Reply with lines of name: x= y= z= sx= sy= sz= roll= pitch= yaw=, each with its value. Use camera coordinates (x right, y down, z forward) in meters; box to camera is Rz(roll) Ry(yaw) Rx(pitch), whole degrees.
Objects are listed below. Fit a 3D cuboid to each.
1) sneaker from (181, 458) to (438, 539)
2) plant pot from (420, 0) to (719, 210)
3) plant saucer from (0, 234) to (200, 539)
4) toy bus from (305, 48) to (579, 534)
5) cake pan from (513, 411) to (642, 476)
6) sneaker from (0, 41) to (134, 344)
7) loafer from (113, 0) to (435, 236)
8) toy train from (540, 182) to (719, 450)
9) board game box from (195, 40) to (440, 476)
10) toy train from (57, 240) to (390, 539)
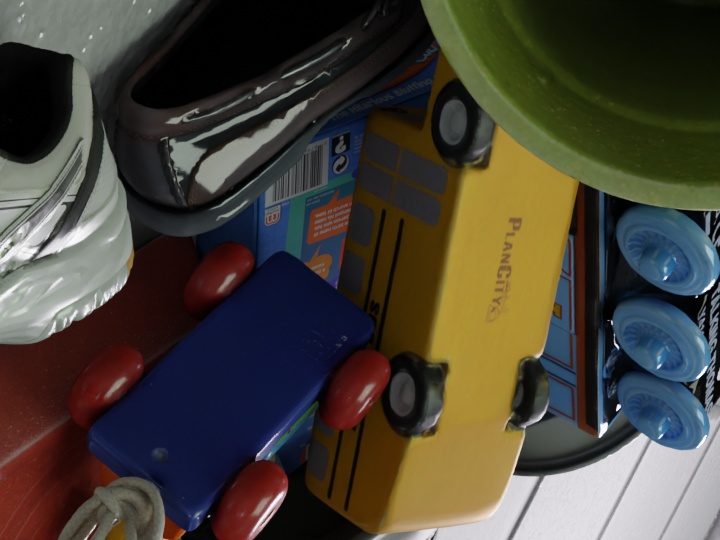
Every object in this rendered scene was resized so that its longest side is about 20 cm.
sneaker: x=-0.043 y=0.151 z=0.865 sx=0.199 sy=0.076 sz=0.115 roll=-28 pitch=138 yaw=-36
plant pot: x=0.124 y=-0.142 z=0.726 sx=0.190 sy=0.198 sz=0.202 roll=-62 pitch=175 yaw=-72
plant saucer: x=-0.129 y=0.104 z=0.802 sx=0.200 sy=0.036 sz=0.201 roll=-38 pitch=150 yaw=-52
toy bus: x=0.035 y=0.003 z=0.795 sx=0.065 sy=0.078 sz=0.202 roll=-1 pitch=108 yaw=-35
cake pan: x=0.092 y=0.002 z=1.023 sx=0.037 sy=0.200 sz=0.202 roll=27 pitch=91 yaw=-46
sneaker: x=-0.145 y=-0.004 z=0.587 sx=0.200 sy=0.075 sz=0.088 roll=-44 pitch=139 yaw=-49
loafer: x=-0.020 y=-0.099 z=0.761 sx=0.200 sy=0.072 sz=0.063 roll=-50 pitch=154 yaw=-24
toy train: x=0.114 y=-0.005 z=0.864 sx=0.087 sy=0.114 sz=0.201 roll=-49 pitch=150 yaw=-29
board game box: x=0.000 y=0.000 z=0.879 sx=0.151 sy=0.045 sz=0.201 roll=-23 pitch=134 yaw=-32
toy train: x=-0.079 y=0.089 z=0.750 sx=0.200 sy=0.084 sz=0.116 roll=-45 pitch=168 yaw=-40
